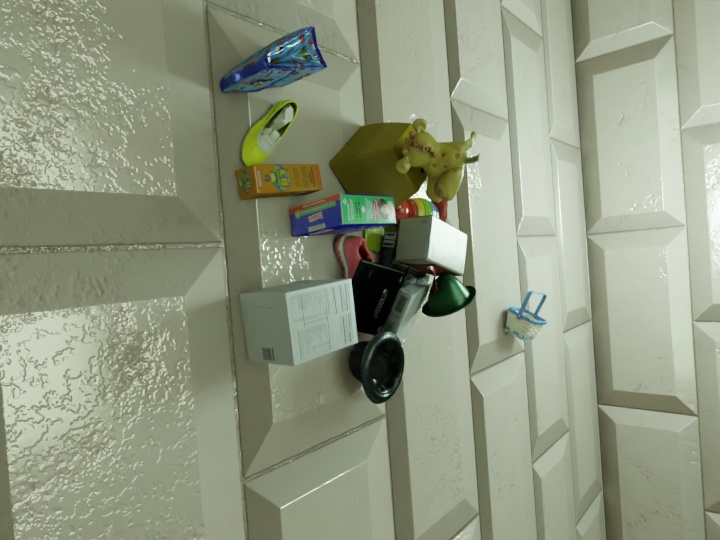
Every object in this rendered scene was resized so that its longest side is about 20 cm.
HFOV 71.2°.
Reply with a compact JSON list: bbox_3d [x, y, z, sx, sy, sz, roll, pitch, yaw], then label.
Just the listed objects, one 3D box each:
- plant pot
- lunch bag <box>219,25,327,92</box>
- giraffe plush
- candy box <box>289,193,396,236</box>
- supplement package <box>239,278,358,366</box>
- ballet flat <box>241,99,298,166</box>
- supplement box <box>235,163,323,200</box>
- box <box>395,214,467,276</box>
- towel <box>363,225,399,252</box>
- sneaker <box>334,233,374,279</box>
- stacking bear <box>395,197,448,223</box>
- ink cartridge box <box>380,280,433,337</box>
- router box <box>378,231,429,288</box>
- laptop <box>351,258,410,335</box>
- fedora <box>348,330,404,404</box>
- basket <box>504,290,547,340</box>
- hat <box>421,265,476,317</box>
[{"bbox_3d":[0.076,-0.280,1.342,0.200,0.176,0.200,54,49,-26],"label":"plant pot"},{"bbox_3d":[-0.196,-0.433,1.061,0.200,0.150,0.094,-40,117,-44],"label":"lunch bag"},{"bbox_3d":[0.169,-0.271,1.214,0.162,0.200,0.173,17,73,-14],"label":"giraffe plush"},{"bbox_3d":[-0.041,-0.132,1.210,0.200,0.169,0.077,-10,92,-50],"label":"candy box"},{"bbox_3d":[-0.131,0.106,1.101,0.200,0.152,0.151,-12,97,-49],"label":"supplement package"},{"bbox_3d":[-0.196,-0.311,1.118,0.067,0.067,0.200,50,53,-36],"label":"ballet flat"},{"bbox_3d":[-0.178,-0.202,1.133,0.200,0.069,0.067,-15,97,-47],"label":"supplement box"},{"bbox_3d":[0.205,-0.065,1.432,0.200,0.109,0.128,20,75,-47],"label":"box"},{"bbox_3d":[0.078,-0.092,1.464,0.200,0.018,0.086,8,81,-49],"label":"towel"},{"bbox_3d":[0.000,0.000,1.311,0.074,0.087,0.200,-39,119,-43],"label":"sneaker"},{"bbox_3d":[0.153,-0.171,1.496,0.200,0.121,0.114,3,77,-40],"label":"stacking bear"},{"bbox_3d":[0.135,0.107,1.452,0.200,0.050,0.162,-29,144,-64],"label":"ink cartridge box"},{"bbox_3d":[0.134,-0.016,1.484,0.200,0.052,0.157,18,82,-48],"label":"router box"},{"bbox_3d":[0.036,0.063,1.340,0.200,0.116,0.187,17,103,-24],"label":"laptop"},{"bbox_3d":[0.034,0.247,1.325,0.200,0.092,0.201,-15,110,-50],"label":"fedora"},{"bbox_3d":[0.680,0.177,2.044,0.176,0.139,0.200,12,109,-49],"label":"basket"},{"bbox_3d":[0.226,0.020,1.438,0.166,0.200,0.176,-35,108,-23],"label":"hat"}]
